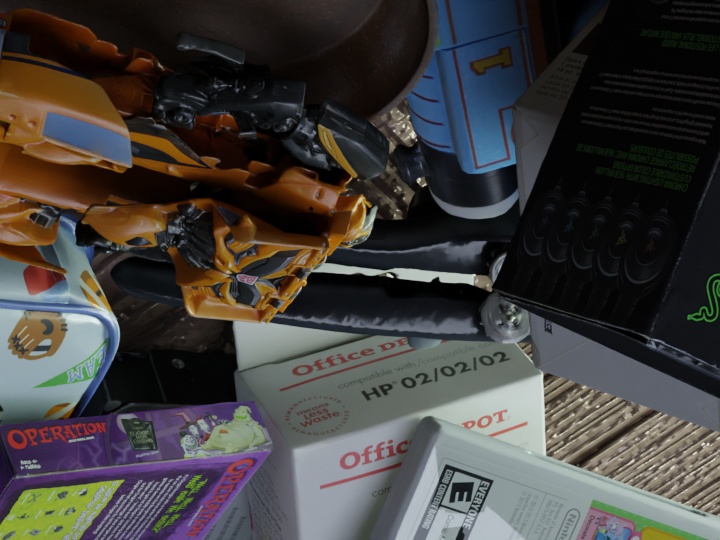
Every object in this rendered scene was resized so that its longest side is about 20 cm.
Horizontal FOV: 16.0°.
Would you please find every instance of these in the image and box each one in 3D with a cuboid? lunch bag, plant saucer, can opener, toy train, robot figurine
[{"bbox_3d":[-0.203,0.035,0.971,0.199,0.076,0.161,10,132,-34],"label":"lunch bag"},{"bbox_3d":[-0.071,-0.104,0.859,0.199,0.035,0.201,6,150,3],"label":"plant saucer"},{"bbox_3d":[0.000,0.000,1.019,0.198,0.079,0.064,-1,104,-8],"label":"can opener"},{"bbox_3d":[0.059,-0.096,0.942,0.113,0.087,0.201,-15,136,-2],"label":"toy train"},{"bbox_3d":[-0.090,-0.035,0.894,0.199,0.059,0.145,16,153,-13],"label":"robot figurine"}]

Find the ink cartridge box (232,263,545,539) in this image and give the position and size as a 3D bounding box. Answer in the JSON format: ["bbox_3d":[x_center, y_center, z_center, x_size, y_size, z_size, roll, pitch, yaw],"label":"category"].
[{"bbox_3d":[0.015,0.090,1.078,0.114,0.068,0.201,-16,123,-17],"label":"ink cartridge box"}]

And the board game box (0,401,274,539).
[{"bbox_3d":[-0.129,0.122,1.047,0.119,0.032,0.200,1,143,-34],"label":"board game box"}]

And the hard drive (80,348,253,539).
[{"bbox_3d":[-0.046,0.098,1.139,0.199,0.038,0.140,5,132,-28],"label":"hard drive"}]

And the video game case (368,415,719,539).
[{"bbox_3d":[0.066,0.178,1.062,0.181,0.022,0.201,20,98,-22],"label":"video game case"}]

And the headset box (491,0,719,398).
[{"bbox_3d":[0.156,-0.035,0.742,0.173,0.093,0.201,25,87,-26],"label":"headset box"}]

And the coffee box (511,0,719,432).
[{"bbox_3d":[0.137,-0.056,0.884,0.200,0.079,0.115,-48,144,-38],"label":"coffee box"}]
